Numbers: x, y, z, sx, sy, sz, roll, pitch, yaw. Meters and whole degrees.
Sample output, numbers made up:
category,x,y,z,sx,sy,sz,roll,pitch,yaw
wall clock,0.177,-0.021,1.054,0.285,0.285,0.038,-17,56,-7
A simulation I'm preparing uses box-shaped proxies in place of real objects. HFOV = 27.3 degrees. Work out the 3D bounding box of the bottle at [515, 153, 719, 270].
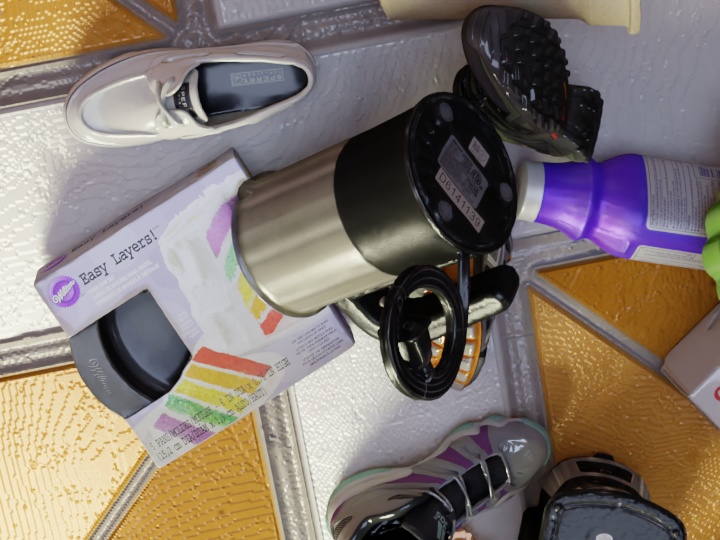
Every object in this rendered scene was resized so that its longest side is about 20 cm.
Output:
category,x,y,z,sx,sy,sz,roll,pitch,yaw
bottle,0.221,-0.049,1.168,0.198,0.084,0.065,7,148,-7

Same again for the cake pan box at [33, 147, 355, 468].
category,x,y,z,sx,sy,sz,roll,pitch,yaw
cake pan box,-0.133,0.032,1.173,0.199,0.052,0.185,-30,102,2

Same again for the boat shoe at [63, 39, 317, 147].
category,x,y,z,sx,sy,sz,roll,pitch,yaw
boat shoe,-0.130,-0.137,1.123,0.198,0.065,0.074,-16,105,-1

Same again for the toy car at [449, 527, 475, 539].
category,x,y,z,sx,sy,sz,roll,pitch,yaw
toy car,0.059,0.314,1.224,0.175,0.184,0.202,0,75,-4

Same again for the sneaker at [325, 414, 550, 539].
category,x,y,z,sx,sy,sz,roll,pitch,yaw
sneaker,0.070,0.192,1.183,0.199,0.140,0.078,-26,105,2

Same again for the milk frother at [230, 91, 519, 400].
category,x,y,z,sx,sy,sz,roll,pitch,yaw
milk frother,0.000,0.000,1.052,0.187,0.200,0.181,-21,101,41

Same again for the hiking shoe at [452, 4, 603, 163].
category,x,y,z,sx,sy,sz,roll,pitch,yaw
hiking shoe,0.103,-0.130,1.080,0.100,0.200,0.076,6,73,30

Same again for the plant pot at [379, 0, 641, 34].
category,x,y,z,sx,sy,sz,roll,pitch,yaw
plant pot,0.098,-0.259,1.064,0.182,0.201,0.202,-6,105,9

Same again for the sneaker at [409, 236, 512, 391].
category,x,y,z,sx,sy,sz,roll,pitch,yaw
sneaker,0.086,0.003,1.176,0.077,0.078,0.202,-22,126,-40

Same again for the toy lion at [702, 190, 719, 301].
category,x,y,z,sx,sy,sz,roll,pitch,yaw
toy lion,0.343,-0.045,1.132,0.190,0.069,0.202,-12,80,-19

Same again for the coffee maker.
category,x,y,z,sx,sy,sz,roll,pitch,yaw
coffee maker,0.172,0.250,1.165,0.134,0.200,0.193,35,93,5

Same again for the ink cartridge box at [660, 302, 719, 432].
category,x,y,z,sx,sy,sz,roll,pitch,yaw
ink cartridge box,0.370,0.106,1.218,0.200,0.084,0.146,42,96,-13
